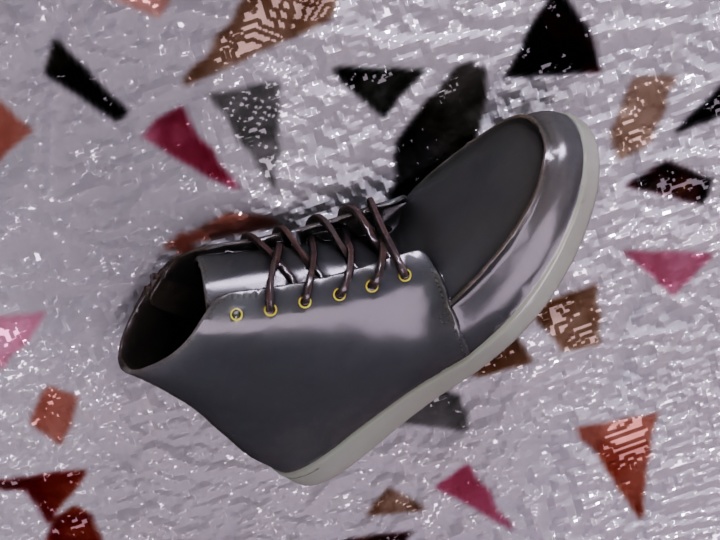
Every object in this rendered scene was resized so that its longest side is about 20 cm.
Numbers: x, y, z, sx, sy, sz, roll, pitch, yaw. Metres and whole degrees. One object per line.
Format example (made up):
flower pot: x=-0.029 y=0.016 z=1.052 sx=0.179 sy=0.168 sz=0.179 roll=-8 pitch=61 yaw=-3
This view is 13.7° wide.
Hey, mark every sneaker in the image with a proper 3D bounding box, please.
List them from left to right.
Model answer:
sneaker: x=0.000 y=0.000 z=1.187 sx=0.106 sy=0.075 sz=0.200 roll=29 pitch=114 yaw=-35
